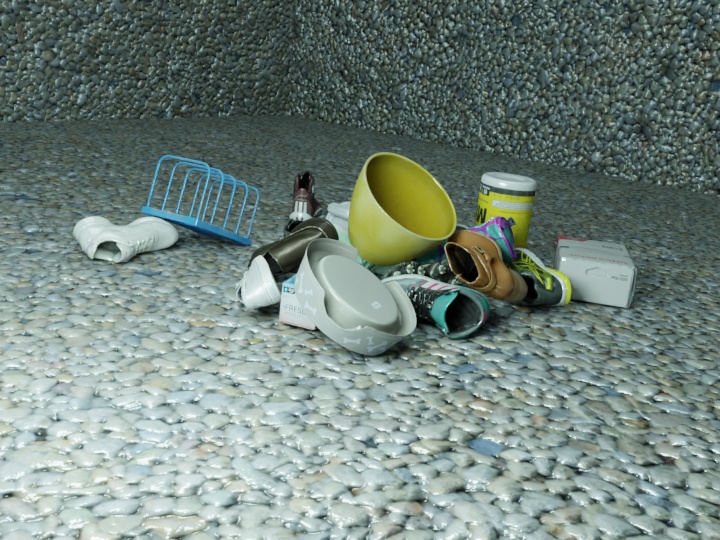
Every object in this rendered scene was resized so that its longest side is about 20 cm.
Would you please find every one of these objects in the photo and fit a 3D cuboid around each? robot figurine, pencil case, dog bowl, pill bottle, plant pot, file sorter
[{"bbox_3d":[0.002,-0.077,1.674,0.199,0.114,0.170,16,-25,47],"label":"robot figurine"},{"bbox_3d":[0.196,-0.043,1.565,0.198,0.093,0.085,-15,23,28],"label":"pencil case"},{"bbox_3d":[-0.012,0.042,1.227,0.199,0.059,0.201,31,27,-17],"label":"dog bowl"},{"bbox_3d":[0.287,-0.090,1.677,0.112,0.203,0.114,6,15,-2],"label":"pill bottle"},{"bbox_3d":[0.054,-0.091,1.499,0.198,0.142,0.202,24,41,-22],"label":"plant pot"},{"bbox_3d":[-0.312,-0.140,1.662,0.137,0.124,0.200,14,-4,25],"label":"file sorter"}]

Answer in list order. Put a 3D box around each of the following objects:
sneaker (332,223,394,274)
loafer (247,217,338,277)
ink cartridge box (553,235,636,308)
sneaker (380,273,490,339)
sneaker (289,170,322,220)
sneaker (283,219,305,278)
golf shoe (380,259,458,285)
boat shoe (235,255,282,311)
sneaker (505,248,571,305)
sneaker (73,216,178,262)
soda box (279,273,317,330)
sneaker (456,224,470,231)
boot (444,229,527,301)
[{"bbox_3d":[-0.001,0.000,1.545,0.198,0.074,0.119,21,48,-28],"label":"sneaker"},{"bbox_3d":[-0.122,-0.025,1.459,0.199,0.073,0.072,-28,17,31],"label":"loafer"},{"bbox_3d":[0.462,-0.001,1.649,0.143,0.086,0.200,9,14,10],"label":"ink cartridge box"},{"bbox_3d":[0.117,0.058,1.332,0.197,0.085,0.121,7,6,0],"label":"sneaker"},{"bbox_3d":[-0.129,-0.192,2.028,0.074,0.117,0.200,5,16,-2],"label":"sneaker"},{"bbox_3d":[-0.118,-0.056,1.596,0.070,0.101,0.200,2,15,-7],"label":"sneaker"},{"bbox_3d":[0.092,0.025,1.475,0.087,0.078,0.199,-7,-2,41],"label":"golf shoe"},{"bbox_3d":[-0.172,0.029,1.354,0.068,0.073,0.200,-25,18,-7],"label":"boat shoe"},{"bbox_3d":[0.302,0.009,1.543,0.084,0.076,0.199,-5,19,-32],"label":"sneaker"},{"bbox_3d":[-0.431,-0.048,1.547,0.198,0.075,0.100,-3,42,-38],"label":"sneaker"},{"bbox_3d":[-0.067,0.034,1.356,0.063,0.069,0.200,11,16,14],"label":"soda box"},{"bbox_3d":[0.157,-0.060,1.778,0.198,0.076,0.084,6,15,36],"label":"sneaker"},{"bbox_3d":[0.184,-0.019,1.422,0.154,0.077,0.201,16,29,-46],"label":"boot"}]
